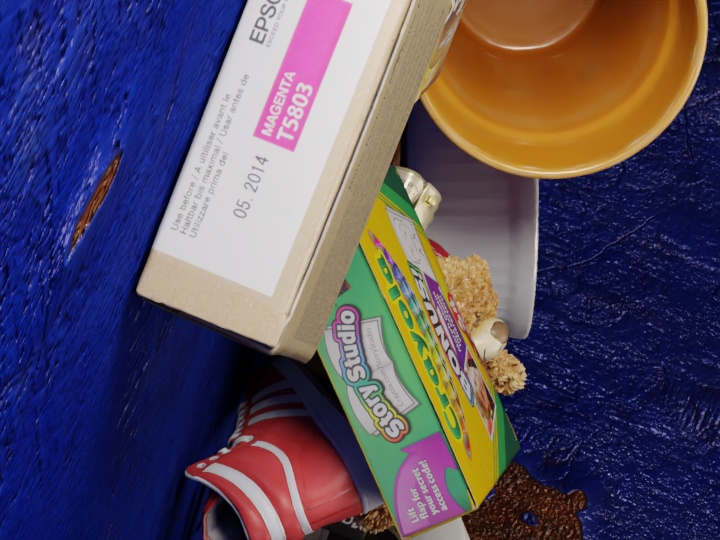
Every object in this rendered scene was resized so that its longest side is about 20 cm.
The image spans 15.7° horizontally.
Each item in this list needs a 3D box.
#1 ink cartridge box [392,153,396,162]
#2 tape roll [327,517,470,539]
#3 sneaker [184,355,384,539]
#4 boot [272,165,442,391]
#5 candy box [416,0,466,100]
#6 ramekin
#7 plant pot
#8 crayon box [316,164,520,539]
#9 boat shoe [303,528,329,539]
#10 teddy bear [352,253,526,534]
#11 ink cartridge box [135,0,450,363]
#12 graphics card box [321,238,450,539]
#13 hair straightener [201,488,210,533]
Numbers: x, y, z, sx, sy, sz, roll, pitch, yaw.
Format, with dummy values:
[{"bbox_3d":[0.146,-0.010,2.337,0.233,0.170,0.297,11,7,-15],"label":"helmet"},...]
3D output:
[{"bbox_3d":[0.001,0.022,2.045,0.200,0.050,0.161,-58,169,-54],"label":"ink cartridge box"},{"bbox_3d":[0.004,0.270,1.971,0.203,0.202,0.140,-64,142,-41],"label":"tape roll"},{"bbox_3d":[-0.065,0.118,1.627,0.071,0.112,0.200,68,-13,-20],"label":"sneaker"},{"bbox_3d":[0.000,0.000,1.750,0.200,0.073,0.156,102,14,-83],"label":"boot"},{"bbox_3d":[0.049,-0.207,1.553,0.115,0.055,0.201,-52,162,-74],"label":"candy box"},{"bbox_3d":[0.080,-0.049,2.006,0.200,0.097,0.202,-179,-90,-88],"label":"ramekin"},{"bbox_3d":[0.122,-0.184,1.784,0.183,0.199,0.201,-102,-150,-71],"label":"plant pot"},{"bbox_3d":[0.023,0.044,1.579,0.058,0.201,0.173,-24,-177,13],"label":"crayon box"},{"bbox_3d":[-0.062,0.192,1.935,0.200,0.072,0.060,-57,-171,-22],"label":"boat shoe"},{"bbox_3d":[0.052,0.090,1.746,0.145,0.067,0.201,17,105,-46],"label":"teddy bear"},{"bbox_3d":[-0.027,-0.062,1.231,0.165,0.075,0.201,44,68,-83],"label":"ink cartridge box"},{"bbox_3d":[0.010,0.078,1.845,0.201,0.051,0.125,-61,-154,9],"label":"graphics card box"},{"bbox_3d":[-0.082,0.202,1.758,0.077,0.041,0.201,-105,-170,-49],"label":"hair straightener"}]
